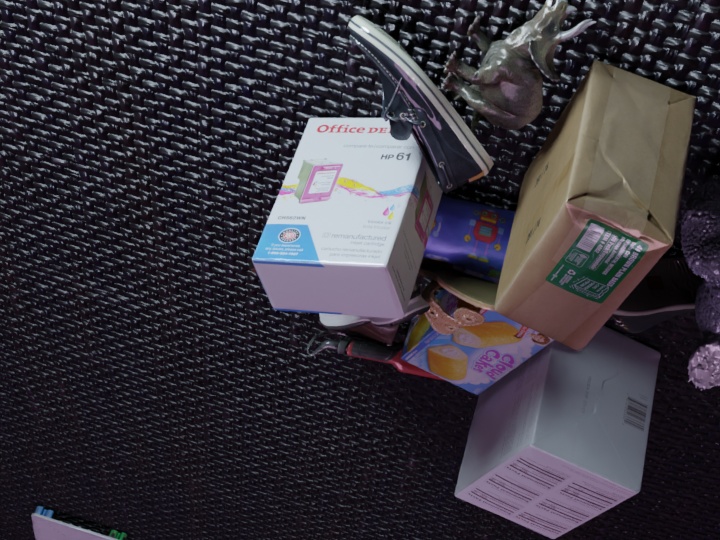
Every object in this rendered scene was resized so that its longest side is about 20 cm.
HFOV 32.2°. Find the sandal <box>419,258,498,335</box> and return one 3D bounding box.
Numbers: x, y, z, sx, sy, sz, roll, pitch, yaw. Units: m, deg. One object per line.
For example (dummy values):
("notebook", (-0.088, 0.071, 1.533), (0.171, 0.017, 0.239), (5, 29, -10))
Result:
("sandal", (0.097, 0.033, 1.351), (0.077, 0.070, 0.212), (6, -163, -27))

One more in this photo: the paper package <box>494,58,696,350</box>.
("paper package", (0.214, -0.058, 1.154), (0.103, 0.191, 0.200), (20, 146, -4))

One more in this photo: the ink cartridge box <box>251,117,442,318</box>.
("ink cartridge box", (-0.006, -0.059, 1.253), (0.144, 0.201, 0.085), (3, 140, 21))

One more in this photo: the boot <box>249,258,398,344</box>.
("boot", (-0.010, 0.015, 1.485), (0.200, 0.064, 0.186), (34, 153, -21))

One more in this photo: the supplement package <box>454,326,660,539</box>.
("supplement package", (0.237, 0.188, 1.500), (0.146, 0.192, 0.200), (25, 147, -10))

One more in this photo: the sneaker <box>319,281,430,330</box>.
("sneaker", (0.000, 0.000, 1.368), (0.200, 0.075, 0.116), (-8, 103, 62))

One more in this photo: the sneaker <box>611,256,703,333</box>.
("sneaker", (0.272, 0.031, 1.314), (0.199, 0.075, 0.106), (5, 155, -26))

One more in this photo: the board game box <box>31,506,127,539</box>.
("board game box", (-0.577, 0.561, 2.581), (0.199, 0.026, 0.200), (17, 146, 1))

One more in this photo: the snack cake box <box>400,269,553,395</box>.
("snack cake box", (0.145, 0.066, 1.481), (0.115, 0.067, 0.200), (27, 146, -12))

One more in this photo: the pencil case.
("pencil case", (0.132, -0.032, 1.334), (0.199, 0.078, 0.087), (15, 162, 4))

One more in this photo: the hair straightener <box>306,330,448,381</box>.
("hair straightener", (0.027, 0.107, 1.586), (0.199, 0.041, 0.077), (6, -172, -14))

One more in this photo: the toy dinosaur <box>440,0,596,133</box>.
("toy dinosaur", (0.130, -0.167, 1.142), (0.102, 0.077, 0.200), (28, 144, 9))

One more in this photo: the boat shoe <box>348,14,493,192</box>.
("boat shoe", (0.048, -0.154, 1.175), (0.062, 0.075, 0.200), (-38, 114, 6))

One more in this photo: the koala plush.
("koala plush", (0.383, 0.014, 1.215), (0.183, 0.178, 0.200), (24, 149, 12))
